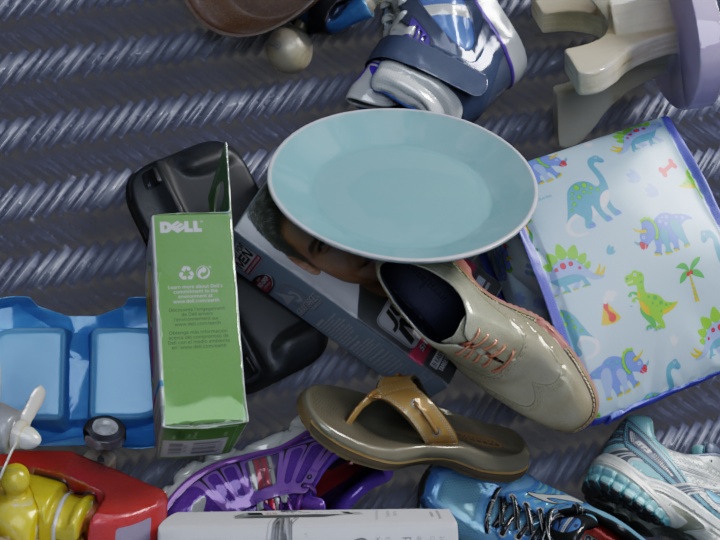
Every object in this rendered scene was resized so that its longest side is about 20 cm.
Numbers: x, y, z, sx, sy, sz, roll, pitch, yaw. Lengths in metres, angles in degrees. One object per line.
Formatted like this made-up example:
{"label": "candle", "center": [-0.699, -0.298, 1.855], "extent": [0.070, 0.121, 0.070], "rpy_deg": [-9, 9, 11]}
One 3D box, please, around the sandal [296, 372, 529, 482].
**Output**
{"label": "sandal", "center": [0.044, 0.107, 0.915], "extent": [0.197, 0.081, 0.055], "rpy_deg": [13, 113, -24]}

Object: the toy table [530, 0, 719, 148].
{"label": "toy table", "center": [0.212, -0.196, 1.026], "extent": [0.115, 0.200, 0.187], "rpy_deg": [-7, 109, 0]}

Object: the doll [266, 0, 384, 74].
{"label": "doll", "center": [-0.025, -0.257, 1.035], "extent": [0.135, 0.048, 0.203], "rpy_deg": [27, 96, 37]}

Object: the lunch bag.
{"label": "lunch bag", "center": [0.200, 0.007, 0.983], "extent": [0.168, 0.128, 0.202], "rpy_deg": [-20, 68, -13]}

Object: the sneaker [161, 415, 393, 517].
{"label": "sneaker", "center": [-0.065, 0.165, 0.905], "extent": [0.198, 0.083, 0.082], "rpy_deg": [-29, 119, -15]}

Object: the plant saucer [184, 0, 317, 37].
{"label": "plant saucer", "center": [-0.068, -0.282, 1.019], "extent": [0.036, 0.198, 0.204], "rpy_deg": [16, 69, -52]}

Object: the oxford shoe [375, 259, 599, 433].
{"label": "oxford shoe", "center": [0.085, 0.053, 0.898], "extent": [0.199, 0.074, 0.071], "rpy_deg": [38, 112, 3]}

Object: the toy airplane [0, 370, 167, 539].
{"label": "toy airplane", "center": [-0.253, 0.162, 0.829], "extent": [0.198, 0.142, 0.201], "rpy_deg": [-34, 119, 12]}

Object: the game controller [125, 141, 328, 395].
{"label": "game controller", "center": [-0.104, -0.006, 0.989], "extent": [0.103, 0.042, 0.202], "rpy_deg": [-22, 80, -29]}

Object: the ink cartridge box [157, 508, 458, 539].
{"label": "ink cartridge box", "center": [-0.034, 0.236, 0.828], "extent": [0.196, 0.083, 0.150], "rpy_deg": [-1, 85, 0]}

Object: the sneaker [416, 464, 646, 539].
{"label": "sneaker", "center": [0.139, 0.188, 0.941], "extent": [0.197, 0.090, 0.080], "rpy_deg": [20, 72, -2]}

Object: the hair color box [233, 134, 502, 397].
{"label": "hair color box", "center": [0.000, 0.000, 0.969], "extent": [0.199, 0.061, 0.100], "rpy_deg": [35, 64, -5]}

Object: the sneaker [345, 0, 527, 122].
{"label": "sneaker", "center": [0.032, -0.203, 1.036], "extent": [0.146, 0.081, 0.201], "rpy_deg": [-35, 88, -20]}

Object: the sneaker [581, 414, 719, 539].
{"label": "sneaker", "center": [0.275, 0.181, 0.974], "extent": [0.198, 0.078, 0.087], "rpy_deg": [31, 69, 0]}

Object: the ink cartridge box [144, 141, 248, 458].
{"label": "ink cartridge box", "center": [-0.121, 0.022, 0.887], "extent": [0.058, 0.104, 0.204], "rpy_deg": [-2, 72, -13]}

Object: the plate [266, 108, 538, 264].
{"label": "plate", "center": [0.030, -0.058, 0.913], "extent": [0.196, 0.026, 0.202], "rpy_deg": [2, 36, -2]}

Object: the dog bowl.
{"label": "dog bowl", "center": [-0.210, 0.080, 0.937], "extent": [0.196, 0.050, 0.114], "rpy_deg": [1, 75, -10]}
